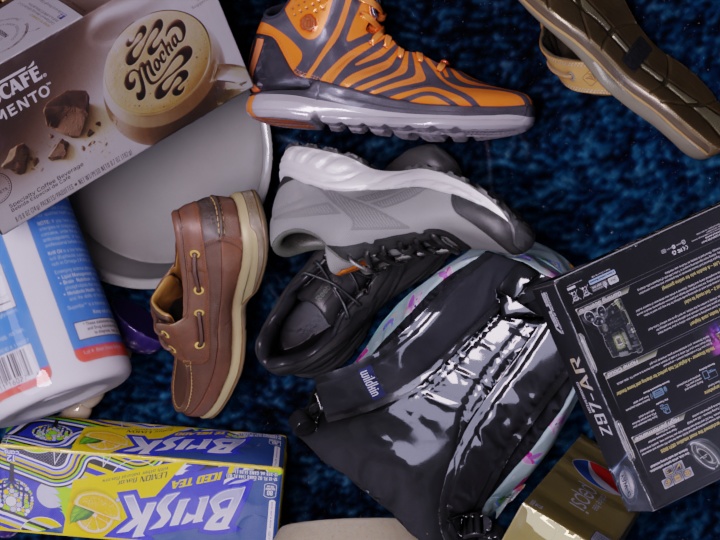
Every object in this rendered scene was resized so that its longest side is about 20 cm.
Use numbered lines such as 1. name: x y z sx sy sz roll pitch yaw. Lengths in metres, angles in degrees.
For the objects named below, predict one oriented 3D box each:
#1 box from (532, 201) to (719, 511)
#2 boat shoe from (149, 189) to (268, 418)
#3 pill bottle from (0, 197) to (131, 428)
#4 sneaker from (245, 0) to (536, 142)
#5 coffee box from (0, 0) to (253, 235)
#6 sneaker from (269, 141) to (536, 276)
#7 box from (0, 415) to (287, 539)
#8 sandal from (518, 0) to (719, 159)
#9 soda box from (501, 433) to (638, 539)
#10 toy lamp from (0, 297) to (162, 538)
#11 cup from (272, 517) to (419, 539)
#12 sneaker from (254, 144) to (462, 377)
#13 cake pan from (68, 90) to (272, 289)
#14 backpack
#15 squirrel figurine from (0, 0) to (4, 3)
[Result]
1. box: 0.232 0.043 1.431 0.200 0.044 0.160 -25 91 -16
2. boat shoe: -0.114 0.024 1.541 0.067 0.072 0.200 -2 135 -18
3. pill bottle: -0.243 -0.001 1.547 0.112 0.112 0.200 -24 82 19
4. sneaker: 0.023 -0.149 1.508 0.200 0.078 0.112 6 86 4
5. coffee box: -0.187 -0.129 1.463 0.200 0.080 0.113 -31 127 -14
6. sneaker: 0.026 -0.028 1.448 0.200 0.074 0.079 10 76 36
7. box: -0.154 0.150 1.577 0.200 0.064 0.070 5 108 -2
8. sandal: 0.160 -0.141 1.475 0.200 0.080 0.054 45 129 2
9. soda box: 0.137 0.170 1.450 0.064 0.200 0.068 31 105 11
10. toy lamp: -0.215 0.112 1.628 0.058 0.058 0.200 39 104 8
11. cup: -0.004 0.245 1.522 0.200 0.200 0.144 -6 79 18
12. sneaker: 0.000 0.000 1.528 0.076 0.091 0.200 38 105 11
13. cake pan: -0.152 -0.088 1.589 0.200 0.037 0.201 2 98 17
14. backpack: 0.071 0.069 1.497 0.167 0.127 0.200 37 104 -3
15. squirrel figurine: -0.239 -0.235 1.506 0.200 0.187 0.142 -40 81 19
